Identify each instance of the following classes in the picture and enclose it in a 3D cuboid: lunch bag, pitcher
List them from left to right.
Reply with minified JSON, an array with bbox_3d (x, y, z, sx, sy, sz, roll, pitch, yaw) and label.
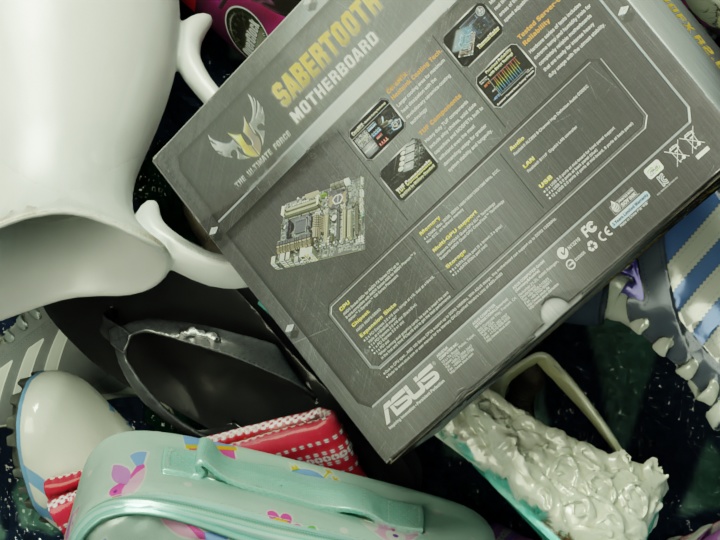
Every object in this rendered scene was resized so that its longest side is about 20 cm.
[{"bbox_3d":[-0.114,-0.081,0.890,0.170,0.122,0.202,0,62,-12],"label":"pitcher"},{"bbox_3d":[-0.043,0.155,0.873,0.198,0.077,0.162,12,121,-7],"label":"lunch bag"}]

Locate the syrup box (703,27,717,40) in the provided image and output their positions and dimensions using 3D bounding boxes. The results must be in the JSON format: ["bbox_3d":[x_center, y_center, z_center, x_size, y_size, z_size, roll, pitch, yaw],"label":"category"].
[{"bbox_3d":[0.081,-0.177,0.862,0.200,0.081,0.079,43,111,15],"label":"syrup box"}]

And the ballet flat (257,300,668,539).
[{"bbox_3d":[0.049,0.053,0.864,0.199,0.072,0.072,39,112,13],"label":"ballet flat"}]

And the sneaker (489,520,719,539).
[{"bbox_3d":[0.109,0.142,0.902,0.114,0.072,0.201,49,115,15],"label":"sneaker"}]

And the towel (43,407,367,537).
[{"bbox_3d":[-0.047,0.159,0.936,0.143,0.023,0.201,-15,122,9],"label":"towel"}]

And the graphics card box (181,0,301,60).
[{"bbox_3d":[-0.028,-0.146,0.908,0.200,0.051,0.126,43,145,13],"label":"graphics card box"}]

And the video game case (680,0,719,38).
[{"bbox_3d":[0.157,-0.200,0.790,0.181,0.036,0.200,38,79,15],"label":"video game case"}]

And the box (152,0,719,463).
[{"bbox_3d":[0.035,-0.048,0.776,0.200,0.048,0.159,-44,80,27],"label":"box"}]

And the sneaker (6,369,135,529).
[{"bbox_3d":[-0.098,0.117,0.960,0.072,0.072,0.201,-10,132,29],"label":"sneaker"}]

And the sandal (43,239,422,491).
[{"bbox_3d":[-0.057,0.051,0.912,0.199,0.043,0.076,35,116,-1],"label":"sandal"}]

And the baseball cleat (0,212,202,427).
[{"bbox_3d":[-0.145,0.024,0.998,0.198,0.070,0.107,-11,109,28],"label":"baseball cleat"}]

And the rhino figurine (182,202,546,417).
[{"bbox_3d":[0.000,0.000,0.940,0.199,0.060,0.088,23,111,23],"label":"rhino figurine"}]

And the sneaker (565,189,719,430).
[{"bbox_3d":[0.121,0.020,0.852,0.145,0.081,0.202,-12,82,8],"label":"sneaker"}]
